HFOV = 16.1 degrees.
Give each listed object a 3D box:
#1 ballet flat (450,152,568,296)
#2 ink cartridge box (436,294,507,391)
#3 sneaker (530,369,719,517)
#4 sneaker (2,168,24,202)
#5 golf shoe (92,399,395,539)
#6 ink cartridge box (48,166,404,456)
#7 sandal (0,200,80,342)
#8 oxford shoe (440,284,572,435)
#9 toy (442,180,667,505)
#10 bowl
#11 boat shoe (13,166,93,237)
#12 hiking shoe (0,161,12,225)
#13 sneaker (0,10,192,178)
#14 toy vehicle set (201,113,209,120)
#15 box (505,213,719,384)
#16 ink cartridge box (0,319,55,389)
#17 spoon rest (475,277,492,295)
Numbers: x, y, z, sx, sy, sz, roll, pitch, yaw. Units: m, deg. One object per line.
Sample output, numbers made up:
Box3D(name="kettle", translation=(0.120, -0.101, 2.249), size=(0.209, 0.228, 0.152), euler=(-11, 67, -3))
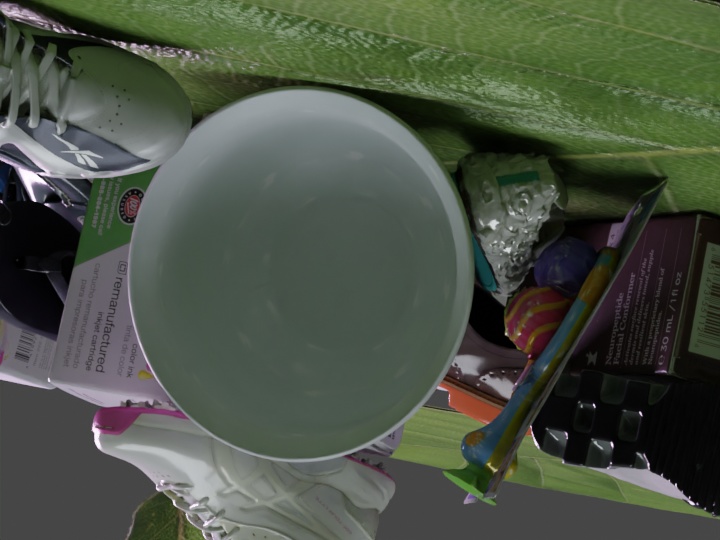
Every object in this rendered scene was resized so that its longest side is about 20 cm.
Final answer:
Box3D(name="ballet flat", translation=(0.089, -0.029, 1.461), size=(0.071, 0.072, 0.200), euler=(11, 174, 4))
Box3D(name="ink cartridge box", translation=(0.091, 0.045, 1.873), size=(0.199, 0.084, 0.145), euler=(7, 171, 24))
Box3D(name="sneaker", translation=(0.201, 0.102, 1.478), size=(0.199, 0.075, 0.088), euler=(17, 177, 45))
Box3D(name="sneaker", translation=(-0.207, -0.040, 1.688), size=(0.145, 0.077, 0.202), euler=(20, -174, 26))
Box3D(name="golf shoe", translation=(-0.069, 0.132, 1.455), size=(0.199, 0.092, 0.075), euler=(21, 167, -30))
Box3D(name="ink cartridge box", translation=(-0.067, 0.019, 1.508), size=(0.199, 0.146, 0.084), euler=(9, 170, 19))
Box3D(name="sandal", translation=(-0.167, 0.020, 1.582), size=(0.043, 0.076, 0.200), euler=(-5, 147, 38))
Box3D(name="oxford shoe", translation=(0.037, 0.027, 1.556), size=(0.199, 0.073, 0.071), euler=(22, -146, 4))
Box3D(name="toy", translation=(0.101, 0.036, 1.445), size=(0.047, 0.201, 0.115), euler=(27, 171, -2))
Box3D(name="bowl", translation=(-0.020, 0.001, 1.394), size=(0.200, 0.203, 0.090), euler=(9, -176, 19))
Box3D(name="boat shoe", translation=(-0.181, -0.033, 1.611), size=(0.200, 0.062, 0.073), euler=(45, 175, -39))
Box3D(name="hiking shoe", translation=(-0.298, -0.088, 1.504), size=(0.199, 0.087, 0.074), euler=(11, 171, 3))
Box3D(name="sneaker", translation=(-0.185, -0.099, 1.292), size=(0.198, 0.080, 0.130), euler=(22, 180, -2))
Box3D(name="toy vehicle set", translation=(-0.005, -0.051, 1.552), size=(0.123, 0.027, 0.200), euler=(9, 171, 22))
Box3D(name="box", translation=(0.169, 0.024, 1.569), size=(0.075, 0.101, 0.200), euler=(16, 170, -26))
Box3D(name="ink cartridge box", translation=(-0.287, -0.005, 1.852), size=(0.084, 0.146, 0.200), euler=(9, 172, 24))
Box3D(name="spoon rest", translation=(0.043, 0.015, 1.681), size=(0.060, 0.100, 0.200), euler=(-16, -148, -26))
